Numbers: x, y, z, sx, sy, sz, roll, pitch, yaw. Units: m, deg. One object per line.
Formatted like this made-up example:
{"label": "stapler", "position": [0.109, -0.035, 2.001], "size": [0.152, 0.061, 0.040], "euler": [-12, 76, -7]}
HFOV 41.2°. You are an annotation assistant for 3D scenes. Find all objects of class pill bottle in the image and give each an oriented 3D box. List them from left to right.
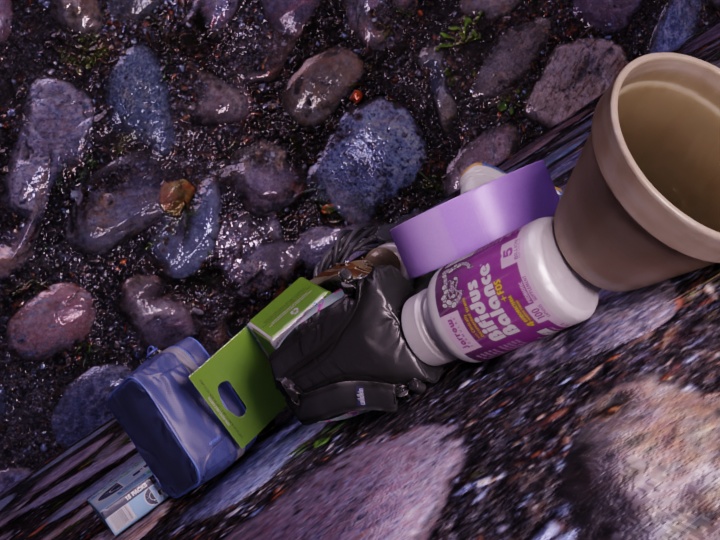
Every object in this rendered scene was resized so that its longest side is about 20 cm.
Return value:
{"label": "pill bottle", "position": [0.140, 0.031, 1.011], "size": [0.199, 0.113, 0.112], "euler": [-29, 6, 39]}

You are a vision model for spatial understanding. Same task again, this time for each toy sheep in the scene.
{"label": "toy sheep", "position": [0.072, 0.020, 1.374], "size": [0.137, 0.199, 0.139], "euler": [-21, 54, 32]}

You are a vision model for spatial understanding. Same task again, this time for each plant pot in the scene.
{"label": "plant pot", "position": [0.275, -0.071, 0.897], "size": [0.199, 0.200, 0.174], "euler": [-35, -11, -33]}

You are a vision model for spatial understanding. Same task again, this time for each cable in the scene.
{"label": "cable", "position": [0.000, 0.000, 1.444], "size": [0.199, 0.051, 0.164], "euler": [-16, -38, -40]}

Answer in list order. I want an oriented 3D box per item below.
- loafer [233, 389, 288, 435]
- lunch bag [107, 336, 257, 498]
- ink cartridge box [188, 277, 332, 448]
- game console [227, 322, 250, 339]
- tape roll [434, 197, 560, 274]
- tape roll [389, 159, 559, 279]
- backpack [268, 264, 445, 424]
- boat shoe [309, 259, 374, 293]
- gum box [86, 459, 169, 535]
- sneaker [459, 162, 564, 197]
{"label": "loafer", "position": [-0.164, 0.211, 1.397], "size": [0.072, 0.072, 0.200], "euler": [-2, -31, -33]}
{"label": "lunch bag", "position": [-0.246, 0.193, 1.335], "size": [0.132, 0.201, 0.136], "euler": [-33, -1, -41]}
{"label": "ink cartridge box", "position": [-0.099, 0.133, 1.252], "size": [0.200, 0.149, 0.075], "euler": [-42, 34, -18]}
{"label": "game console", "position": [-0.079, 0.082, 1.514], "size": [0.199, 0.119, 0.171], "euler": [-15, -22, -45]}
{"label": "tape roll", "position": [0.190, -0.030, 1.253], "size": [0.198, 0.049, 0.201], "euler": [-17, 26, 9]}
{"label": "tape roll", "position": [0.136, -0.059, 1.131], "size": [0.198, 0.066, 0.200], "euler": [-24, 0, 0]}
{"label": "backpack", "position": [-0.007, 0.102, 1.134], "size": [0.199, 0.168, 0.126], "euler": [-33, -15, 31]}
{"label": "boat shoe", "position": [-0.007, 0.017, 1.259], "size": [0.074, 0.076, 0.199], "euler": [-43, 19, -21]}
{"label": "gum box", "position": [-0.325, 0.323, 1.461], "size": [0.169, 0.045, 0.200], "euler": [-35, 6, -22]}
{"label": "sneaker", "position": [0.234, -0.083, 1.396], "size": [0.076, 0.198, 0.089], "euler": [117, 165, -46]}
